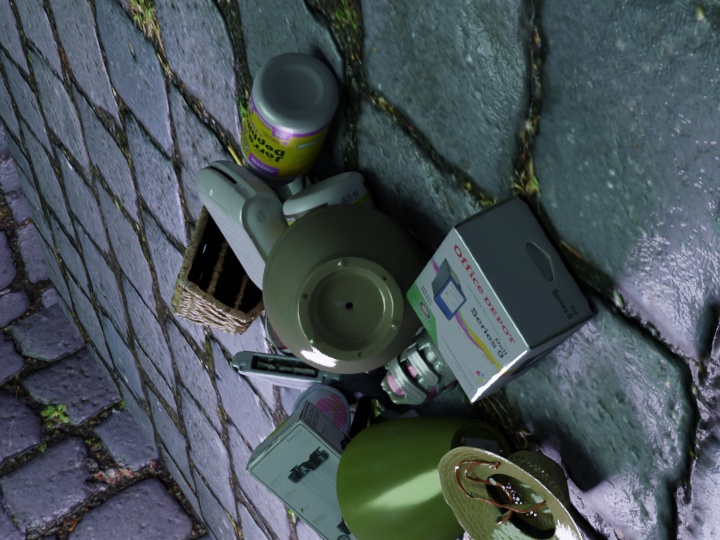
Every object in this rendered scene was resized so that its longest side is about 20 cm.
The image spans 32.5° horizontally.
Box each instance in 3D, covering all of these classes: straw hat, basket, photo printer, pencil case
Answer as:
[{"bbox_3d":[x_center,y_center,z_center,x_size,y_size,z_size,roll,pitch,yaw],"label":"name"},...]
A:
[{"bbox_3d":[0.192,0.254,1.399,0.201,0.085,0.201,27,139,27],"label":"straw hat"},{"bbox_3d":[-0.178,-0.021,1.793,0.142,0.200,0.149,20,155,-5],"label":"basket"},{"bbox_3d":[-0.133,-0.052,1.609,0.166,0.069,0.200,34,158,56],"label":"photo printer"},{"bbox_3d":[-0.054,0.217,1.772,0.200,0.083,0.091,92,177,-77],"label":"pencil case"}]

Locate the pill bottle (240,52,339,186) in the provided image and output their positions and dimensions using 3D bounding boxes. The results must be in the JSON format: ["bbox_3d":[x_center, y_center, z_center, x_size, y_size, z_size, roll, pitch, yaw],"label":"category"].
[{"bbox_3d":[-0.093,-0.178,1.530,0.104,0.104,0.200,58,159,13],"label":"pill bottle"}]

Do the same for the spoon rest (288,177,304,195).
[{"bbox_3d":[-0.112,-0.137,1.712,0.099,0.060,0.201,32,130,51],"label":"spoon rest"}]

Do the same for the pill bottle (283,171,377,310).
[{"bbox_3d":[-0.011,-0.014,1.530,0.109,0.109,0.200,2,117,67],"label":"pill bottle"}]

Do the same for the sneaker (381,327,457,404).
[{"bbox_3d":[0.080,0.120,1.508,0.081,0.088,0.200,56,158,17],"label":"sneaker"}]

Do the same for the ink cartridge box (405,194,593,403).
[{"bbox_3d":[0.137,0.033,1.271,0.146,0.087,0.200,59,157,11],"label":"ink cartridge box"}]

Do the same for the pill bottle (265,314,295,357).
[{"bbox_3d":[-0.072,0.070,1.769,0.113,0.113,0.200,63,159,-3],"label":"pill bottle"}]

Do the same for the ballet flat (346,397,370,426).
[{"bbox_3d":[-0.027,0.199,1.902,0.067,0.067,0.200,-19,97,49],"label":"ballet flat"}]

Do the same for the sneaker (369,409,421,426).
[{"bbox_3d":[0.031,0.248,1.775,0.078,0.091,0.200,61,160,5],"label":"sneaker"}]

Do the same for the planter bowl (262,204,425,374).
[{"bbox_3d":[-0.015,0.032,1.415,0.135,0.200,0.201,-106,-7,-79],"label":"planter bowl"}]

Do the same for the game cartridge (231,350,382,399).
[{"bbox_3d":[-0.073,0.154,1.808,0.200,0.133,0.042,4,81,35],"label":"game cartridge"}]

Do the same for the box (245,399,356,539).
[{"bbox_3d":[-0.041,0.283,1.655,0.200,0.117,0.060,42,-159,-9],"label":"box"}]

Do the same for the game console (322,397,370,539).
[{"bbox_3d":[-0.020,0.290,1.796,0.200,0.031,0.177,-70,-12,-68],"label":"game console"}]

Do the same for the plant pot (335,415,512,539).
[{"bbox_3d":[0.097,0.256,1.549,0.187,0.187,0.200,60,143,5],"label":"plant pot"}]
